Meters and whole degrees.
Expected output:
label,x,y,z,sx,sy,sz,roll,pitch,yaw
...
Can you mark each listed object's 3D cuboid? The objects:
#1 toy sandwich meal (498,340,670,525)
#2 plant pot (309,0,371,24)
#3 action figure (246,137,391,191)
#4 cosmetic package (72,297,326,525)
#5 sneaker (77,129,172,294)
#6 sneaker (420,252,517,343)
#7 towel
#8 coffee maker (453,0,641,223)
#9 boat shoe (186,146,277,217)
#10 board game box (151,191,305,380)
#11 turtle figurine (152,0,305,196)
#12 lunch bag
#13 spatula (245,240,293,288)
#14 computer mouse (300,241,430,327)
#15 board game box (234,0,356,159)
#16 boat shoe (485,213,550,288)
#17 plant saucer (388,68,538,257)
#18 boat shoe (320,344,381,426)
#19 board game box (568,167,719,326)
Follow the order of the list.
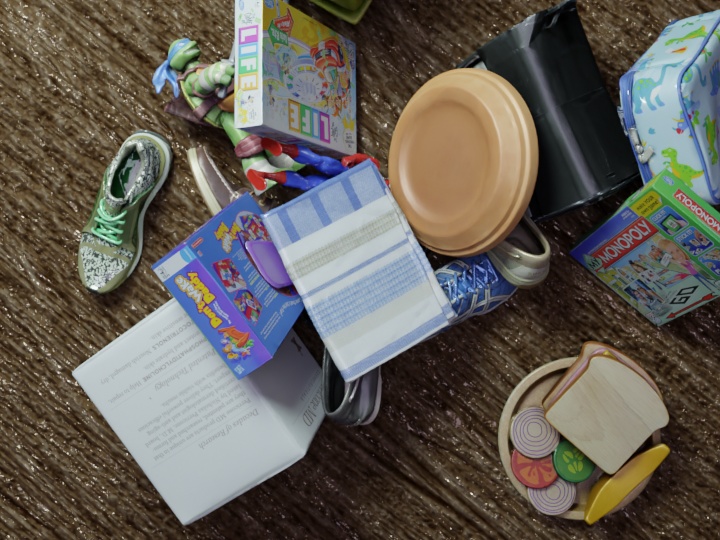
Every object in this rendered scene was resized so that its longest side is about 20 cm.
label,x,y,z,sx,sy,sz,roll,pitch,yaw
toy sandwich meal,0.254,0.188,1.042,0.203,0.070,0.207,0,90,4
plant pot,-0.038,-0.396,1.002,0.199,0.181,0.200,30,92,3
action figure,-0.029,-0.101,1.014,0.052,0.199,0.066,37,112,37
cosmetic package,-0.158,0.122,0.995,0.166,0.167,0.201,-33,97,17
sneaker,-0.284,-0.070,1.066,0.076,0.089,0.201,19,92,3
sneaker,0.112,0.027,1.048,0.199,0.077,0.076,-35,87,2
towel,0.000,0.000,0.973,0.146,0.024,0.201,-29,94,-19
coffee maker,0.211,-0.165,0.984,0.134,0.192,0.201,-26,90,-13
boat shoe,-0.127,-0.062,1.070,0.072,0.072,0.201,-31,93,-4
board game box,-0.119,0.008,0.942,0.045,0.200,0.135,-33,99,18
turtle figurine,-0.113,-0.198,1.025,0.199,0.144,0.195,-34,98,-4
lunch bag,0.347,-0.165,0.966,0.082,0.200,0.161,-5,122,42
spatula,-0.053,-0.020,1.009,0.021,0.200,0.057,-36,80,36
computer mouse,0.011,-0.001,1.080,0.199,0.034,0.059,-36,73,10
board game box,-0.064,-0.202,0.994,0.034,0.200,0.136,-2,87,27
boat shoe,0.138,-0.070,1.024,0.072,0.065,0.200,-31,65,-17
plant saucer,0.098,-0.115,0.985,0.199,0.037,0.202,1,91,46
boat shoe,-0.009,0.068,1.014,0.067,0.057,0.202,-12,71,40
board game box,0.316,-0.017,0.976,0.134,0.200,0.029,39,69,3
